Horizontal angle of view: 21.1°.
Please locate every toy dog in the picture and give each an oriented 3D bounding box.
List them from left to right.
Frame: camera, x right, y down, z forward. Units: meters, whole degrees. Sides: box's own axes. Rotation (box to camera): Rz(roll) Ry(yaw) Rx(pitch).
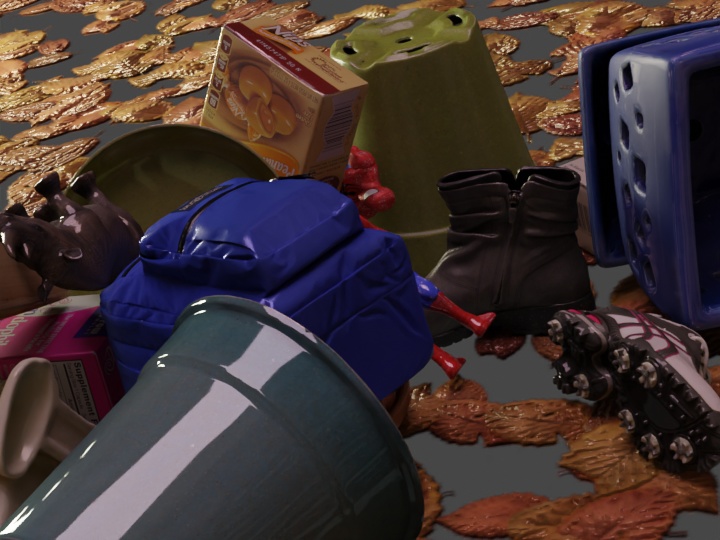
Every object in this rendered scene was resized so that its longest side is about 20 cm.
[{"bbox_3d":[-0.279,0.146,1.315,0.200,0.140,0.194,4,74,34],"label":"toy dog"}]

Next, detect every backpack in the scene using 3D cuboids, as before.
[{"bbox_3d":[-0.075,0.023,1.317,0.200,0.168,0.162,2,23,46],"label":"backpack"}]

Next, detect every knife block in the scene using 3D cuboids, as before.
[{"bbox_3d":[-0.266,0.005,1.320,0.200,0.064,0.176,-19,0,-35],"label":"knife block"}]

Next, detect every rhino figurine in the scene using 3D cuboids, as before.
[{"bbox_3d":[-0.204,-0.021,1.343,0.060,0.087,0.200,-43,-4,11],"label":"rhino figurine"}]

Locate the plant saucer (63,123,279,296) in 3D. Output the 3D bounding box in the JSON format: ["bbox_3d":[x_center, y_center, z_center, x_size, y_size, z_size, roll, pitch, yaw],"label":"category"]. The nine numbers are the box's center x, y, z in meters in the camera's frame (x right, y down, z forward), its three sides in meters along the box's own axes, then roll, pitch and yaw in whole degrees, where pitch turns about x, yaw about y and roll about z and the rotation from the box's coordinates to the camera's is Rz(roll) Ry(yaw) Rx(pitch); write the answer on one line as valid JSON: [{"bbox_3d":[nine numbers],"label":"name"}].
[{"bbox_3d":[-0.136,-0.012,1.472,0.200,0.200,0.031,-10,3,10],"label":"plant saucer"}]

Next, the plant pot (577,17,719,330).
[{"bbox_3d":[0.270,-0.088,1.401,0.200,0.200,0.180,-13,17,-19],"label":"plant pot"}]

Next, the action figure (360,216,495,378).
[{"bbox_3d":[0.000,0.000,1.405,0.200,0.065,0.052,35,17,5],"label":"action figure"}]

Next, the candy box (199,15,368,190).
[{"bbox_3d":[-0.072,-0.082,1.505,0.115,0.200,0.055,37,36,30],"label":"candy box"}]

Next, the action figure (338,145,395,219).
[{"bbox_3d":[-0.040,-0.077,1.550,0.052,0.065,0.200,-22,27,-36],"label":"action figure"}]

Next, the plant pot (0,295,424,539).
[{"bbox_3d":[-0.099,0.151,1.127,0.200,0.200,0.196,10,41,43],"label":"plant pot"}]

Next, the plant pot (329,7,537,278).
[{"bbox_3d":[0.056,-0.109,1.586,0.200,0.190,0.200,-11,24,5],"label":"plant pot"}]

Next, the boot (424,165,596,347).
[{"bbox_3d":[0.075,-0.016,1.443,0.200,0.131,0.068,-8,24,14],"label":"boot"}]

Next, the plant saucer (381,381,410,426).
[{"bbox_3d":[-0.060,0.110,1.360,0.200,0.037,0.200,-12,23,5],"label":"plant saucer"}]

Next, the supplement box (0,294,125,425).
[{"bbox_3d":[-0.253,0.087,1.441,0.200,0.103,0.101,-4,25,19],"label":"supplement box"}]

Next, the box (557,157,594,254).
[{"bbox_3d":[0.263,-0.077,1.547,0.200,0.068,0.082,-22,25,-16],"label":"box"}]

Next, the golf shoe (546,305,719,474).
[{"bbox_3d":[0.200,0.066,1.271,0.088,0.077,0.200,-12,24,-18],"label":"golf shoe"}]
